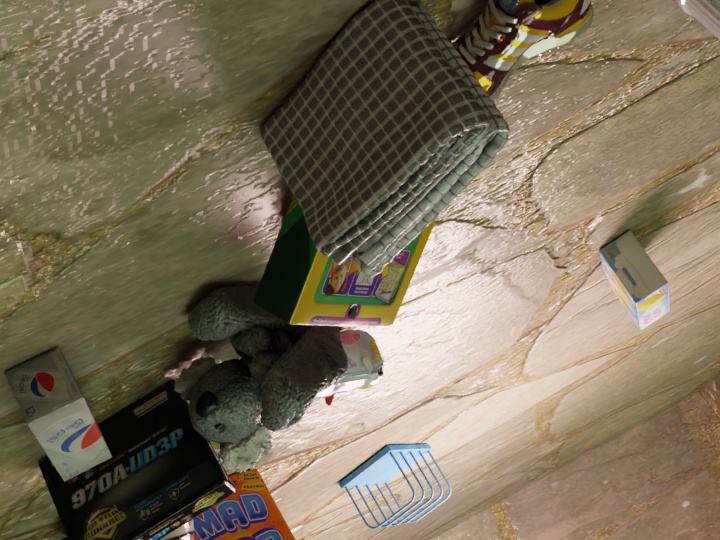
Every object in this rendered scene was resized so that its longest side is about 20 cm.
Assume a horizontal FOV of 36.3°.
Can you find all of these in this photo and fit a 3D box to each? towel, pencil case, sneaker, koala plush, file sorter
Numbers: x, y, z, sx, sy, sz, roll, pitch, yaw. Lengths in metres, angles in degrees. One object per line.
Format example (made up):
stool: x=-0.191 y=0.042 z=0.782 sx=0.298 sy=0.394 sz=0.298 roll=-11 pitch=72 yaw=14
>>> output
towel: x=0.011 y=-0.118 z=0.962 sx=0.200 sy=0.166 sz=0.085 roll=-44 pitch=152 yaw=23
pencil case: x=-0.062 y=0.136 z=1.479 sx=0.200 sy=0.091 sz=0.083 roll=-8 pitch=125 yaw=-42
sneaker: x=0.129 y=-0.225 z=1.033 sx=0.200 sy=0.075 sz=0.090 roll=-38 pitch=150 yaw=-5
koala plush: x=-0.129 y=0.134 z=1.296 sx=0.200 sy=0.177 sz=0.184 roll=-49 pitch=163 yaw=26
file sorter: x=0.080 y=0.447 z=2.270 sx=0.139 sy=0.123 sz=0.200 roll=-41 pitch=156 yaw=17

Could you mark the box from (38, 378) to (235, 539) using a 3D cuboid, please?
box: x=-0.274 y=0.252 z=1.347 sx=0.200 sy=0.159 sz=0.046 roll=-31 pitch=151 yaw=-3

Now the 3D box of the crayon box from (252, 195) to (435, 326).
crayon box: x=-0.006 y=-0.030 z=1.170 sx=0.200 sy=0.058 sz=0.173 roll=6 pitch=108 yaw=-57

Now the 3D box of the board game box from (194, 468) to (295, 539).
board game box: x=-0.245 y=0.480 z=1.801 sx=0.199 sy=0.200 sz=0.200 roll=-7 pitch=146 yaw=-47

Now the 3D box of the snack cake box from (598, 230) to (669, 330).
snack cake box: x=0.484 y=0.020 z=1.936 sx=0.067 sy=0.115 sz=0.200 roll=-34 pitch=157 yaw=5

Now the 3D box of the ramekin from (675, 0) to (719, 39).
ramekin: x=0.449 y=-0.327 z=1.188 sx=0.200 sy=0.105 sz=0.200 roll=-27 pitch=157 yaw=-13

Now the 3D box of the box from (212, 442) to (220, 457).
box: x=-0.255 y=0.257 z=1.472 sx=0.075 sy=0.050 sz=0.200 roll=10 pitch=145 yaw=-35

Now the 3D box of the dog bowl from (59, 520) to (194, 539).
dog bowl: x=-0.332 y=0.396 z=1.606 sx=0.199 sy=0.074 sz=0.200 roll=-17 pitch=171 yaw=-3

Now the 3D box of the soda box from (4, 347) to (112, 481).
soda box: x=-0.330 y=0.163 z=1.215 sx=0.063 sy=0.068 sz=0.200 roll=-26 pitch=156 yaw=-16

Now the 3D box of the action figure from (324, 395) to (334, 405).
action figure: x=-0.135 y=0.185 z=1.512 sx=0.199 sy=0.066 sz=0.052 roll=-10 pitch=148 yaw=-31
